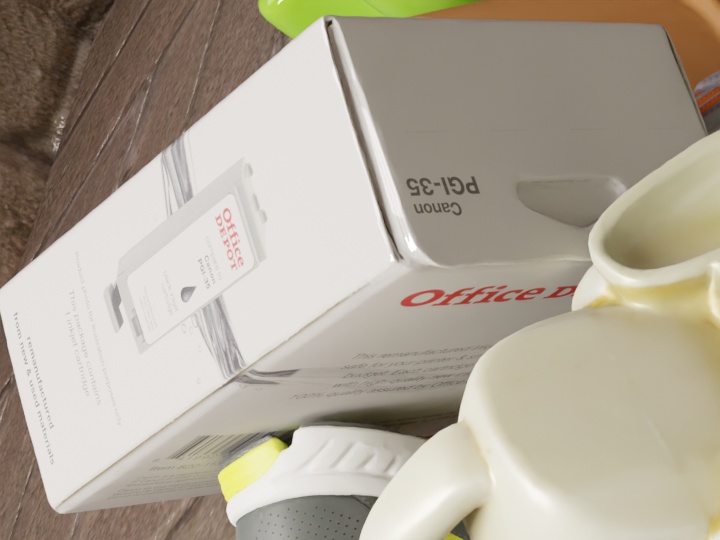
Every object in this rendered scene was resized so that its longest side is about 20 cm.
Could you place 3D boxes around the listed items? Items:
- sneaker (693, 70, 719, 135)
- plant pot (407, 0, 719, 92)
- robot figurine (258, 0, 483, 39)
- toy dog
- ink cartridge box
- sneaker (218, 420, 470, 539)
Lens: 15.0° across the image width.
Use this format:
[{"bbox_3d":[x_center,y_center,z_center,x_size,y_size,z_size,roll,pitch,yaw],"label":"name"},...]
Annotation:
[{"bbox_3d":[0.179,-0.038,0.929,0.200,0.112,0.077,-34,10,-28],"label":"sneaker"},{"bbox_3d":[0.068,-0.019,1.011,0.200,0.139,0.201,-3,86,55],"label":"plant pot"},{"bbox_3d":[0.035,-0.180,1.171,0.200,0.115,0.176,-51,31,11],"label":"robot figurine"},{"bbox_3d":[0.106,0.094,0.785,0.193,0.201,0.140,-30,47,-13],"label":"toy dog"},{"bbox_3d":[0.000,0.000,0.862,0.200,0.146,0.083,-35,66,45],"label":"ink cartridge box"},{"bbox_3d":[0.042,0.107,0.892,0.074,0.199,0.085,-35,50,56],"label":"sneaker"}]
